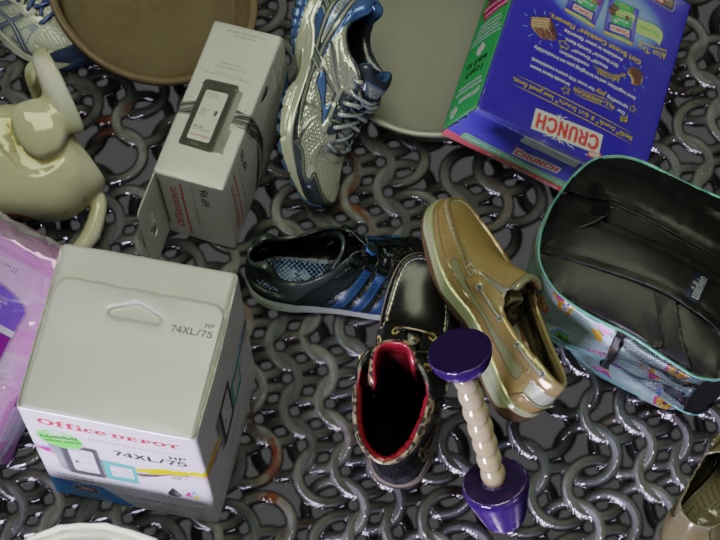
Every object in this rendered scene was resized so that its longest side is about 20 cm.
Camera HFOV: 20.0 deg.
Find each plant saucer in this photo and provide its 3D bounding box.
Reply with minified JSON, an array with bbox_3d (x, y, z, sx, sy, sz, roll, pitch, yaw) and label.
[{"bbox_3d":[-0.194,-0.254,1.884,0.200,0.029,0.201,8,63,-17],"label":"plant saucer"}]

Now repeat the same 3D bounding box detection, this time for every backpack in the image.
[{"bbox_3d":[0.236,0.009,1.708,0.200,0.153,0.176,30,67,2],"label":"backpack"}]

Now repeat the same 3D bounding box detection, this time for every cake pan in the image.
[{"bbox_3d":[0.067,-0.202,1.877,0.200,0.037,0.201,-1,65,1],"label":"cake pan"}]

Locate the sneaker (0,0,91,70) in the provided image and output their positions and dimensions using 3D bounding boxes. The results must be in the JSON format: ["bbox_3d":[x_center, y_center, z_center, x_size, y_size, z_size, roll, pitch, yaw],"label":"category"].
[{"bbox_3d":[-0.323,-0.260,1.888,0.200,0.088,0.075,33,68,14],"label":"sneaker"}]

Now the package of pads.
[{"bbox_3d":[-0.312,0.051,1.707,0.120,0.076,0.200,27,95,13],"label":"package of pads"}]

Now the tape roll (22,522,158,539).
[{"bbox_3d":[-0.218,0.305,1.627,0.202,0.071,0.203,-1,64,2],"label":"tape roll"}]

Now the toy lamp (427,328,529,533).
[{"bbox_3d":[0.098,0.133,1.631,0.058,0.200,0.058,-9,40,8],"label":"toy lamp"}]

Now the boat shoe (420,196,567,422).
[{"bbox_3d":[0.118,0.020,1.668,0.072,0.076,0.200,-10,69,-44],"label":"boat shoe"}]

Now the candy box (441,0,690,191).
[{"bbox_3d":[0.185,-0.179,1.812,0.169,0.077,0.200,26,65,-14],"label":"candy box"}]

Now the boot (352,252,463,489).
[{"bbox_3d":[0.037,0.075,1.663,0.073,0.151,0.201,11,82,8],"label":"boot"}]

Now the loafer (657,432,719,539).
[{"bbox_3d":[0.319,0.164,1.676,0.076,0.067,0.200,32,65,15],"label":"loafer"}]

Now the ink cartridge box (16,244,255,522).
[{"bbox_3d":[-0.176,0.094,1.653,0.146,0.200,0.146,10,65,7],"label":"ink cartridge box"}]

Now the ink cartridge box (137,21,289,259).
[{"bbox_3d":[-0.126,-0.101,1.791,0.068,0.116,0.200,15,67,10],"label":"ink cartridge box"}]

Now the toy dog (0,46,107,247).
[{"bbox_3d":[-0.338,-0.080,1.793,0.200,0.140,0.194,-26,103,-12],"label":"toy dog"}]

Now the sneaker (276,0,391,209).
[{"bbox_3d":[-0.019,-0.154,1.800,0.085,0.077,0.201,3,90,25],"label":"sneaker"}]

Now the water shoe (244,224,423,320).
[{"bbox_3d":[0.000,0.000,1.760,0.199,0.079,0.072,-5,65,-1],"label":"water shoe"}]
